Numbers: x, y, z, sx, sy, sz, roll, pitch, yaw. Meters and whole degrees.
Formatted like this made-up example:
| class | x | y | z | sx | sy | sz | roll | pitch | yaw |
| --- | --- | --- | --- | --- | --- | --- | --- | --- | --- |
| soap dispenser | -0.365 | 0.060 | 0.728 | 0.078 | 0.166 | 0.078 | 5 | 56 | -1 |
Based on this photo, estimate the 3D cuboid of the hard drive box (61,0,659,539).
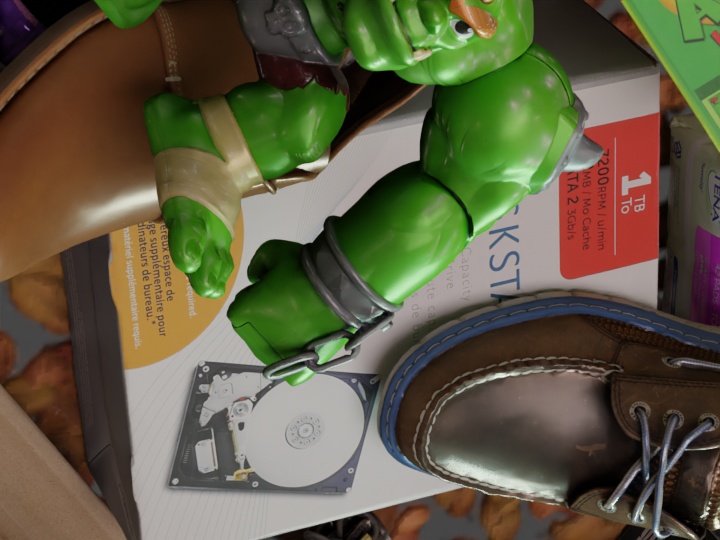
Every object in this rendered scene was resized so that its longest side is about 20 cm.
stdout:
| class | x | y | z | sx | sy | sz | roll | pitch | yaw |
| --- | --- | --- | --- | --- | --- | --- | --- | --- | --- |
| hard drive box | 0.000 | 0.000 | 0.910 | 0.200 | 0.077 | 0.156 | -14 | 121 | -17 |

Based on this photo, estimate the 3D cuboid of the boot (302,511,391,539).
| class | x | y | z | sx | sy | sz | roll | pitch | yaw |
| --- | --- | --- | --- | --- | --- | --- | --- | --- | --- |
| boot | -0.052 | 0.148 | 0.944 | 0.174 | 0.069 | 0.200 | -49 | 138 | -27 |

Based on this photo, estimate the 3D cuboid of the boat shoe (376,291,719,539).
| class | x | y | z | sx | sy | sz | roll | pitch | yaw |
| --- | --- | --- | --- | --- | --- | --- | --- | --- | --- |
| boat shoe | 0.105 | 0.054 | 0.894 | 0.200 | 0.072 | 0.072 | 0 | 116 | -24 |

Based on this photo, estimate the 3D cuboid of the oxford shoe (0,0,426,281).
| class | x | y | z | sx | sy | sz | roll | pitch | yaw |
| --- | --- | --- | --- | --- | --- | --- | --- | --- | --- |
| oxford shoe | -0.051 | -0.045 | 0.784 | 0.200 | 0.071 | 0.071 | -34 | 148 | -36 |

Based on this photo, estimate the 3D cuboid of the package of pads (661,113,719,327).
| class | x | y | z | sx | sy | sz | roll | pitch | yaw |
| --- | --- | --- | --- | --- | --- | --- | --- | --- | --- |
| package of pads | 0.215 | 0.006 | 1.011 | 0.200 | 0.068 | 0.155 | -10 | 118 | -18 |

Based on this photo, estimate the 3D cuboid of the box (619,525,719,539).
| class | x | y | z | sx | sy | sz | roll | pitch | yaw |
| --- | --- | --- | --- | --- | --- | --- | --- | --- | --- |
| box | 0.109 | 0.207 | 1.013 | 0.044 | 0.160 | 0.200 | 32 | 101 | -34 |

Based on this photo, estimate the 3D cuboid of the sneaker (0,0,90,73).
| class | x | y | z | sx | sy | sz | roll | pitch | yaw |
| --- | --- | --- | --- | --- | --- | --- | --- | --- | --- |
| sneaker | -0.124 | -0.069 | 0.814 | 0.080 | 0.088 | 0.200 | 31 | 101 | -34 |

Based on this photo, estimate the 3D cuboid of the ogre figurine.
| class | x | y | z | sx | sy | sz | roll | pitch | yaw |
| --- | --- | --- | --- | --- | --- | --- | --- | --- | --- |
| ogre figurine | -0.012 | -0.075 | 0.713 | 0.120 | 0.098 | 0.200 | -20 | 91 | 9 |

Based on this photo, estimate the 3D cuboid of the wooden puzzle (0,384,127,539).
| class | x | y | z | sx | sy | sz | roll | pitch | yaw |
| --- | --- | --- | --- | --- | --- | --- | --- | --- | --- |
| wooden puzzle | -0.166 | 0.151 | 0.911 | 0.200 | 0.046 | 0.185 | -50 | 129 | -18 |

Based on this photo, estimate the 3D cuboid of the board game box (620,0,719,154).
| class | x | y | z | sx | sy | sz | roll | pitch | yaw |
| --- | --- | --- | --- | --- | --- | --- | --- | --- | --- |
| board game box | 0.175 | -0.126 | 0.799 | 0.200 | 0.048 | 0.102 | -31 | 115 | 13 |
